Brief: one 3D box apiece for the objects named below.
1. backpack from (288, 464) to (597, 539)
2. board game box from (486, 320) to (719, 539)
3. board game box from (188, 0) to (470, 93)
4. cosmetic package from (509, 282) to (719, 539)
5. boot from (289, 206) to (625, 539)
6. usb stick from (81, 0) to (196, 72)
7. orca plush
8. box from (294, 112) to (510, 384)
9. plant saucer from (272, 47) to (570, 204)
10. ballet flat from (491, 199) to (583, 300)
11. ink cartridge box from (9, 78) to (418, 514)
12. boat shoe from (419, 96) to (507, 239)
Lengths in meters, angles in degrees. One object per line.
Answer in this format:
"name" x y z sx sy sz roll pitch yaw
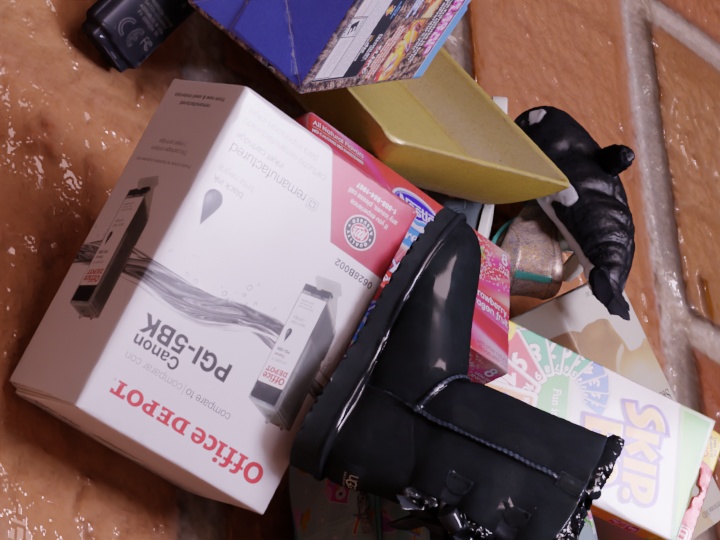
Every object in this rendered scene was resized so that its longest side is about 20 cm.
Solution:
"backpack" 0.049 0.167 1.291 0.176 0.153 0.200 16 48 -40
"board game box" 0.157 0.114 1.479 0.200 0.030 0.096 27 71 -14
"board game box" 0.009 -0.209 1.369 0.097 0.160 0.200 40 20 14
"cosmetic package" 0.180 0.112 1.558 0.105 0.071 0.200 -22 85 -54
"boot" 0.070 0.075 1.204 0.162 0.073 0.198 26 61 9
"usb stick" -0.094 -0.208 1.352 0.033 0.200 0.055 35 -13 39
"orca plush" 0.162 -0.061 1.521 0.105 0.071 0.200 27 30 -21
"box" 0.000 0.000 1.382 0.200 0.095 0.100 34 44 -34
"plant saucer" 0.021 -0.115 1.478 0.200 0.048 0.200 10 32 -47
"ballet flat" 0.144 -0.026 1.585 0.200 0.067 0.068 -56 157 -60
"ink cartridge box" -0.080 0.015 1.198 0.147 0.083 0.200 34 77 -34
"boat shoe" 0.066 -0.046 1.548 0.062 0.073 0.200 9 56 3
